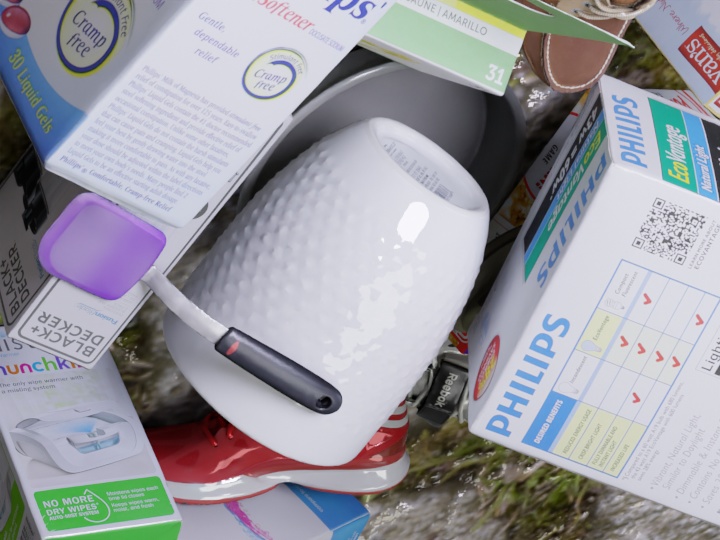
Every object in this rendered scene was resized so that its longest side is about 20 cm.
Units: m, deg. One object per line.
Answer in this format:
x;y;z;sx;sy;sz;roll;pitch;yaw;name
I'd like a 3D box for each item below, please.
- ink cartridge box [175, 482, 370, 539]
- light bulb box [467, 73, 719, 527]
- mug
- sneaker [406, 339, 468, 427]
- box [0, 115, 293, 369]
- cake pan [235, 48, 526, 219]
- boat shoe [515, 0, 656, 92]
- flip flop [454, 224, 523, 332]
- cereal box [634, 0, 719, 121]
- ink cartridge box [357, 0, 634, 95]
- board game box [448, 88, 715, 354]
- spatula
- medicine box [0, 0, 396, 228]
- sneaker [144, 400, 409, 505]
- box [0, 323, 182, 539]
-0.107;0.221;1.559;0.200;0.085;0.145;-21;146;-50;ink cartridge box
0.190;0.023;1.315;0.199;0.125;0.199;21;117;-10;light bulb box
0.000;0.000;1.353;0.176;0.148;0.200;-52;167;20;mug
0.066;0.072;1.558;0.199;0.089;0.074;-4;136;-26;sneaker
-0.132;-0.056;1.266;0.060;0.117;0.200;24;118;-35;box
0.008;-0.065;1.413;0.199;0.037;0.201;-18;139;-16;cake pan
0.130;-0.169;1.225;0.075;0.072;0.201;-13;140;-17;boat shoe
0.142;-0.017;1.402;0.200;0.058;0.081;-34;148;-2;flip flop
0.250;-0.202;1.337;0.200;0.144;0.039;-42;141;16;cereal box
0.032;-0.138;1.214;0.145;0.200;0.048;20;93;-33;ink cartridge box
0.152;-0.034;1.504;0.151;0.046;0.200;-5;137;-50;board game box
-0.090;0.026;1.242;0.200;0.021;0.057;36;111;-18;spatula
-0.092;-0.161;1.131;0.200;0.182;0.103;-46;139;18;medicine box
-0.064;0.089;1.505;0.199;0.078;0.116;-3;121;-9;sneaker
-0.203;0.163;1.411;0.096;0.177;0.201;-5;134;-27;box
